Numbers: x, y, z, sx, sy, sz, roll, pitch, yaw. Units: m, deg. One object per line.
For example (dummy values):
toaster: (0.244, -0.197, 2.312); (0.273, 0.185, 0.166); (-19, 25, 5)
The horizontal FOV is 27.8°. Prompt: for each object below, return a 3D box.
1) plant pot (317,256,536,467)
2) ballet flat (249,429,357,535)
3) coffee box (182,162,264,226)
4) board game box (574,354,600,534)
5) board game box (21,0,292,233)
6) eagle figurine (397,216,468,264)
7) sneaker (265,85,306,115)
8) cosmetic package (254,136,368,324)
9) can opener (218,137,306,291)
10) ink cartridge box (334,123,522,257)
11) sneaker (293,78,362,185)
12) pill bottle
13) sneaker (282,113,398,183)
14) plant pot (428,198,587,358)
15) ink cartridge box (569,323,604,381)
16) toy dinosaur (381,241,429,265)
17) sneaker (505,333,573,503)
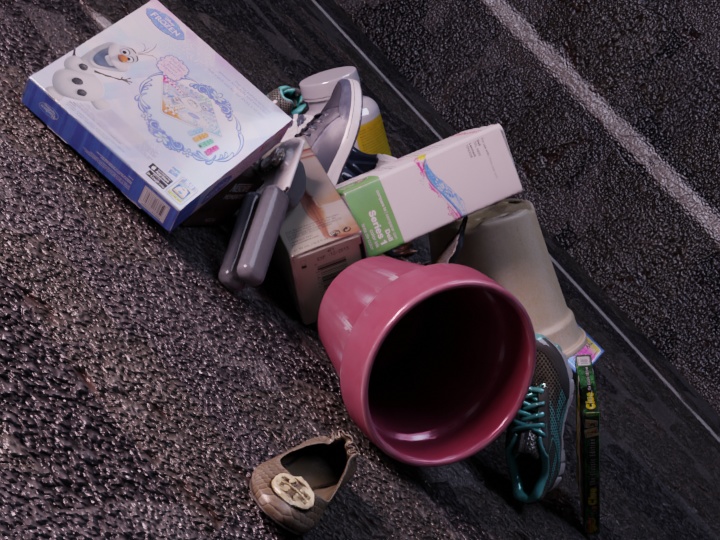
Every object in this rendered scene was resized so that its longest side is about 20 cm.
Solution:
plant pot: (0.049, 0.074, 1.483); (0.200, 0.201, 0.179); (35, -1, -34)
ballet flat: (-0.039, 0.167, 1.195); (0.067, 0.046, 0.200); (46, 13, 8)
coffee box: (-0.207, -0.145, 1.570); (0.200, 0.080, 0.113); (47, 14, 10)
board game box: (0.275, 0.212, 1.763); (0.105, 0.023, 0.201); (-84, 169, -54)
board game box: (-0.201, -0.161, 1.470); (0.200, 0.043, 0.199); (41, 47, 5)
eagle figurine: (0.077, 0.050, 1.676); (0.151, 0.150, 0.202); (91, -16, -74)
sneaker: (-0.108, -0.222, 2.087); (0.078, 0.091, 0.200); (45, 13, 1)
cosmetic package: (-0.062, -0.048, 1.620); (0.200, 0.087, 0.104); (-121, -165, -46)
can opener: (-0.092, -0.059, 1.514); (0.066, 0.052, 0.201); (46, 44, -30)
ink cartridge box: (0.068, -0.091, 1.675); (0.145, 0.199, 0.085); (-169, -124, -77)
sneaker: (-0.085, -0.160, 1.762); (0.145, 0.204, 0.077); (23, -13, -17)
pill bottle: (-0.018, -0.168, 1.976); (0.112, 0.111, 0.202); (-93, 168, -71)
sneaker: (-0.028, -0.117, 1.884); (0.198, 0.080, 0.130); (20, -29, 8)
plant pot: (0.164, 0.016, 1.795); (0.201, 0.199, 0.185); (-71, 149, -76)
ink cartridge box: (0.210, 0.089, 1.972); (0.200, 0.137, 0.076); (44, 46, 3)
toy dinosaur: (0.000, 0.000, 1.834); (0.180, 0.200, 0.106); (-5, 60, -29)
sneaker: (0.197, 0.173, 1.641); (0.091, 0.077, 0.202); (-46, 134, -65)
